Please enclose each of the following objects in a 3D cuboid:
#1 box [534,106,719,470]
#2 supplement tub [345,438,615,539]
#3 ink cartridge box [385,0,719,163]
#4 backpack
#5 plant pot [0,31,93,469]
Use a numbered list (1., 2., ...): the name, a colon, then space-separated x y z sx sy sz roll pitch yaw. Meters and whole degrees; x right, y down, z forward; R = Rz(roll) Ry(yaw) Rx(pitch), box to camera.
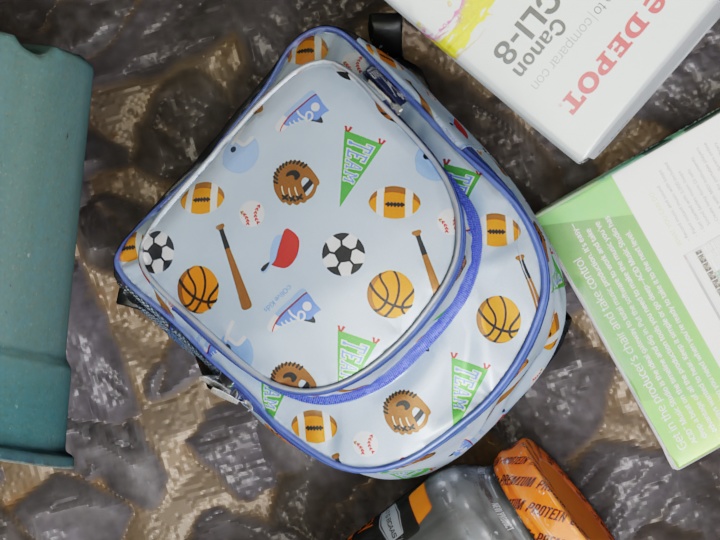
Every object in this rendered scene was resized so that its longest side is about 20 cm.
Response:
1. box: 0.204 -0.014 1.401 0.200 0.036 0.145 -29 90 7
2. supplement tub: 0.030 0.178 1.391 0.200 0.123 0.123 -38 89 7
3. ink cartridge box: 0.078 -0.166 1.350 0.200 0.145 0.145 40 96 2
4. backpack: 0.000 0.000 1.363 0.190 0.154 0.200 42 97 7
5. plant pot: -0.217 -0.018 1.382 0.199 0.200 0.197 11 88 6
